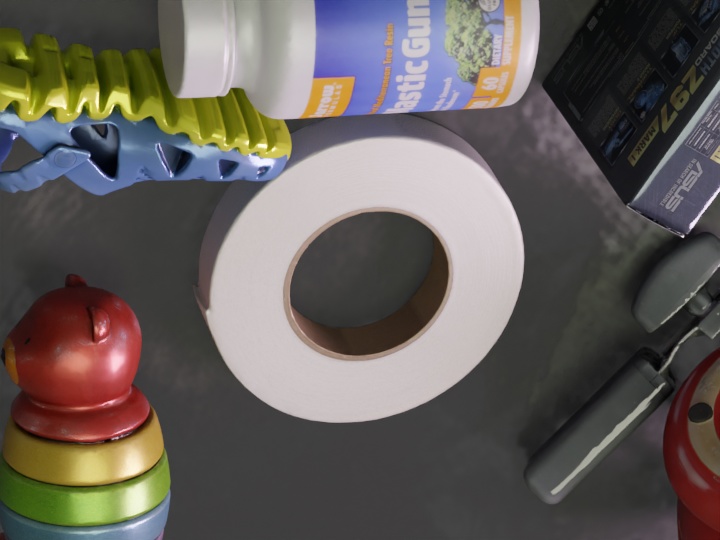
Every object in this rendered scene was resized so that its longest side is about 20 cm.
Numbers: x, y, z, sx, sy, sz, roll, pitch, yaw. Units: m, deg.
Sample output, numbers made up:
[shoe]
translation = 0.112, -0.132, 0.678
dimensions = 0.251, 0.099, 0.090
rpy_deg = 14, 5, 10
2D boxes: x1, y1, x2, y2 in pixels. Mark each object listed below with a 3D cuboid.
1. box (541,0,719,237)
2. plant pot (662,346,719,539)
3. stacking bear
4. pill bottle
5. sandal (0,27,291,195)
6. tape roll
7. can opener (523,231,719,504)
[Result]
[box]
translation = 0.199, -0.141, 1.570
dimensions = 0.051, 0.158, 0.200
rpy_deg = 25, 109, -27
[plant pot]
translation = 0.294, 0.143, 1.726
dimensions = 0.200, 0.201, 0.183
rpy_deg = -22, 133, -3
[stacking bear]
translation = -0.170, 0.105, 1.638
dimensions = 0.113, 0.122, 0.201
rpy_deg = -3, 113, -12
[pill bottle]
translation = -0.009, -0.142, 1.533
dimensions = 0.199, 0.112, 0.113
rpy_deg = -5, 121, -15
[sandal]
translation = -0.138, -0.080, 1.560
dimensions = 0.199, 0.080, 0.087
rpy_deg = 10, 126, -15
[tape roll]
translation = 0.000, 0.000, 1.665
dimensions = 0.202, 0.037, 0.204
rpy_deg = -8, 122, -13
[can opener]
translation = 0.170, 0.059, 1.754
dimensions = 0.067, 0.053, 0.200
rpy_deg = 45, 102, 1
